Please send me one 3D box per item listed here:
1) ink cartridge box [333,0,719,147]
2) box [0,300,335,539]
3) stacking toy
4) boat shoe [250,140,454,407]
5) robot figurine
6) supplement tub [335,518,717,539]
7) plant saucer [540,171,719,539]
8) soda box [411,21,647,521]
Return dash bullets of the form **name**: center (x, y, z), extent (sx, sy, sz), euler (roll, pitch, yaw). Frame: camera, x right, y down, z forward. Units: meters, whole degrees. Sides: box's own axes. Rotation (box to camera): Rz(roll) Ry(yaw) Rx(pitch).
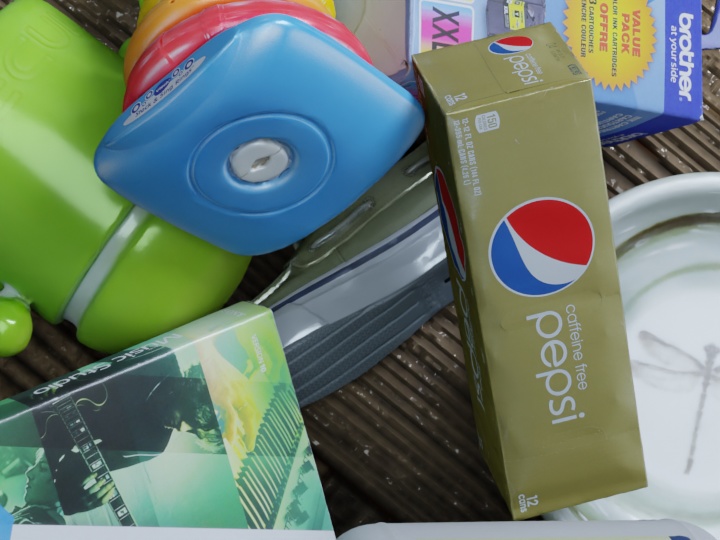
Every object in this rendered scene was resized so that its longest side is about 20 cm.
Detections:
- **ink cartridge box**: center (0.083, -0.134, 1.119), extent (0.199, 0.076, 0.137), euler (6, 80, -35)
- **box**: center (-0.109, 0.115, 1.053), extent (0.199, 0.036, 0.145), euler (-23, 107, -25)
- **stacking toy**: center (-0.057, -0.119, 1.060), extent (0.116, 0.110, 0.201), euler (-36, 45, 27)
- **boat shoe**: center (0.000, 0.000, 1.146), extent (0.199, 0.072, 0.062), euler (-33, 64, -9)
- **robot figurine**: center (-0.132, -0.043, 1.109), extent (0.200, 0.116, 0.176), euler (36, 73, 0)
- **supplement tub**: center (0.055, 0.178, 1.036), extent (0.199, 0.145, 0.146), euler (1, 85, -13)
- **plant saucer**: center (0.162, 0.056, 1.150), extent (0.199, 0.050, 0.202), euler (0, 85, -3)
- **soda box**: center (0.073, 0.003, 1.045), extent (0.064, 0.068, 0.201), euler (-14, 118, -5)
